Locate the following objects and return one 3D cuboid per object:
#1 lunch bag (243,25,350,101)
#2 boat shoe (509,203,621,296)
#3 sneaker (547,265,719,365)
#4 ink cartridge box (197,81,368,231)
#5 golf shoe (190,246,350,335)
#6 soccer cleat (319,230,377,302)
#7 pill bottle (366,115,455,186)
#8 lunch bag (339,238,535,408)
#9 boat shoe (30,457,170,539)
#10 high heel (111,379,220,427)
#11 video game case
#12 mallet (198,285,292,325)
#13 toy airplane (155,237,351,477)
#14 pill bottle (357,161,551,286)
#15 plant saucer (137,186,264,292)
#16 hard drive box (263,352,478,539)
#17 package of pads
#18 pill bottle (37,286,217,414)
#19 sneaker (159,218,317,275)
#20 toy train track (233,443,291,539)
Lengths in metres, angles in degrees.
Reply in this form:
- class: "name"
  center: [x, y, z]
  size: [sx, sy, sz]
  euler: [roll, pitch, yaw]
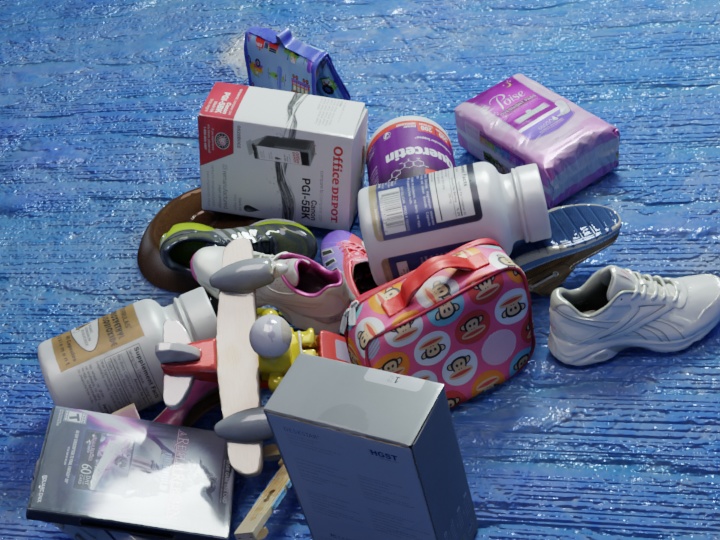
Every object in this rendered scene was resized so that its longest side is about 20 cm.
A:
- class: "lunch bag"
  center: [-0.084, -0.229, 1.700]
  size: [0.094, 0.202, 0.150]
  euler: [-37, 45, -23]
- class: "boat shoe"
  center: [0.202, -0.013, 1.458]
  size: [0.198, 0.073, 0.073]
  euler: [-19, 39, 1]
- class: "sneaker"
  center: [0.291, 0.034, 1.353]
  size: [0.197, 0.100, 0.078]
  euler: [-16, 40, 1]
- class: "ink cartridge box"
  center: [-0.097, -0.141, 1.612]
  size: [0.197, 0.148, 0.083]
  euler: [9, 39, 8]
- class: "golf shoe"
  center: [-0.100, 0.004, 1.464]
  size: [0.198, 0.092, 0.076]
  euler: [18, 53, 7]
- class: "soccer cleat"
  center: [0.000, 0.000, 1.511]
  size: [0.067, 0.074, 0.201]
  euler: [-22, 41, -7]
- class: "pill bottle"
  center: [0.067, -0.091, 1.561]
  size: [0.111, 0.113, 0.201]
  euler: [-12, 40, 5]
- class: "lunch bag"
  center: [0.082, 0.059, 1.337]
  size: [0.198, 0.178, 0.082]
  euler: [-25, 42, -12]
- class: "boat shoe"
  center: [-0.254, 0.263, 1.307]
  size: [0.198, 0.070, 0.071]
  euler: [27, 25, 12]
- class: "high heel"
  center: [-0.177, 0.167, 1.410]
  size: [0.198, 0.068, 0.097]
  euler: [-27, 63, -13]
- class: "video game case"
  center: [-0.226, 0.207, 1.307]
  size: [0.197, 0.019, 0.144]
  euler: [9, 37, -8]
- class: "mallet"
  center: [-0.110, 0.045, 1.531]
  size: [0.197, 0.041, 0.066]
  euler: [1, 46, 14]
- class: "toy airplane"
  center: [-0.118, 0.084, 1.349]
  size: [0.200, 0.141, 0.199]
  euler: [44, 60, 4]
- class: "pill bottle"
  center: [0.103, -0.055, 1.401]
  size: [0.197, 0.112, 0.112]
  euler: [-12, 40, 7]
- class: "plant saucer"
  center: [-0.200, -0.053, 1.670]
  size: [0.198, 0.037, 0.202]
  euler: [-9, 42, 8]
- class: "hard drive box"
  center: [0.014, 0.186, 1.199]
  size: [0.154, 0.202, 0.077]
  euler: [11, 47, 28]
- class: "package of pads"
  center: [0.222, -0.168, 1.625]
  size: [0.120, 0.076, 0.200]
  euler: [-29, 42, -18]
- class: "pill bottle"
  center: [-0.253, 0.098, 1.456]
  size: [0.198, 0.115, 0.115]
  euler: [-23, 40, -8]
- class: "sneaker"
  center: [-0.150, -0.019, 1.556]
  size: [0.197, 0.075, 0.081]
  euler: [-4, 14, 2]
- class: "toy train track"
  center: [-0.069, 0.215, 1.308]
  size: [0.114, 0.033, 0.200]
  euler: [-13, 22, 31]
